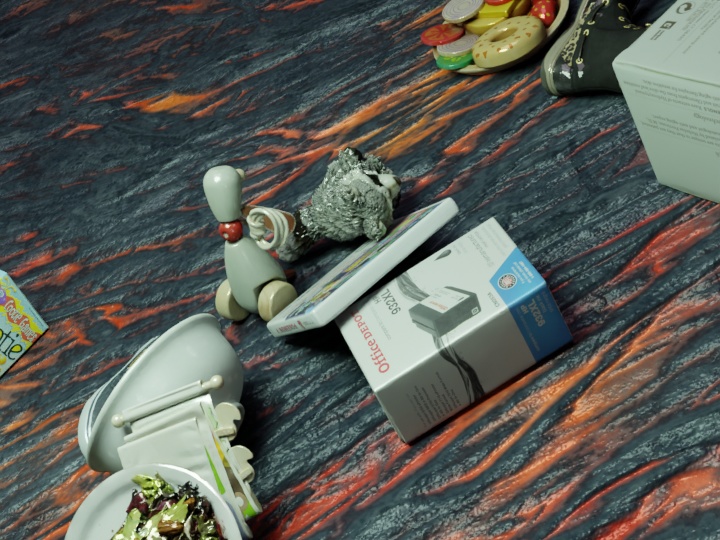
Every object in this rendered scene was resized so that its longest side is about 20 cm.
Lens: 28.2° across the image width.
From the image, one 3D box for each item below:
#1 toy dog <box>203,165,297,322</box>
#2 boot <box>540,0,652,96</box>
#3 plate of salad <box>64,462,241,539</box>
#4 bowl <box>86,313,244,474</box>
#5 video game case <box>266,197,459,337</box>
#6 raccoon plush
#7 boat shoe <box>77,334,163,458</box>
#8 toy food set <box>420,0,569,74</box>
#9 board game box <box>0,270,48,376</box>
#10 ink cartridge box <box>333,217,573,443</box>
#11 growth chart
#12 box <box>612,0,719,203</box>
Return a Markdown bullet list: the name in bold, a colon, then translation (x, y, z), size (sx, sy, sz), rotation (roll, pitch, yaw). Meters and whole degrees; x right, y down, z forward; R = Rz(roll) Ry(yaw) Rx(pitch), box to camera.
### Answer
- **toy dog**: translation (-0.116, -0.031, 1.640), size (0.131, 0.202, 0.096), rotation (27, 43, 23)
- **boot**: translation (0.318, -0.279, 1.692), size (0.150, 0.073, 0.201), rotation (17, 61, 48)
- **plate of salad**: translation (-0.201, 0.281, 1.345), size (0.197, 0.048, 0.203), rotation (-5, 77, 20)
- **bowl**: translation (-0.182, 0.151, 1.480), size (0.090, 0.202, 0.201), rotation (36, 67, 16)
- **video game case**: translation (0.000, 0.000, 1.553), size (0.199, 0.023, 0.182), rotation (-39, 7, -19)
- **raccoon plush**: translation (-0.024, -0.046, 1.633), size (0.201, 0.096, 0.134), rotation (-53, 9, 26)
- **boat shoe**: translation (-0.233, 0.127, 1.573), size (0.090, 0.071, 0.201), rotation (-31, 18, 38)
- **toy food set**: translation (0.176, -0.325, 1.873), size (0.196, 0.049, 0.201), rotation (6, 50, 41)
- **board game box**: translation (-0.515, 0.098, 1.825), size (0.104, 0.104, 0.200), rotation (16, 56, 46)
- **ink cartridge box**: translation (0.090, 0.058, 1.444), size (0.199, 0.084, 0.145), rotation (-32, 35, 0)
- **growth chart**: translation (-0.163, 0.209, 1.381), size (0.143, 0.203, 0.018), rotation (-12, 5, 16)
- **box**: translation (0.403, -0.187, 1.433), size (0.199, 0.172, 0.199), rotation (-43, 36, -17)
